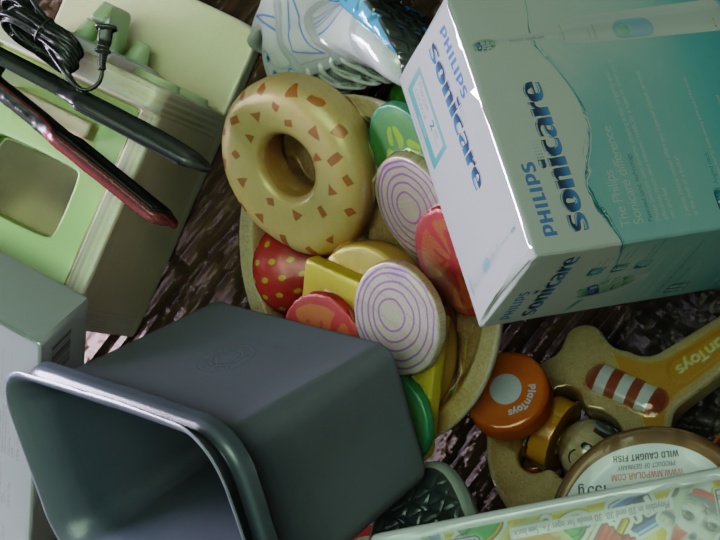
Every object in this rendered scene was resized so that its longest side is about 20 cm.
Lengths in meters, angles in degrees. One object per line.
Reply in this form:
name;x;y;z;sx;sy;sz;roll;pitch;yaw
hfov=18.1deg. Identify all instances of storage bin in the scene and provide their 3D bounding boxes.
storage bin;-0.066;0.098;1.176;0.199;0.134;0.146;13;126;50

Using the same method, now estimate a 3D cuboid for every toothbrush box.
toothbrush box;0.138;-0.066;1.132;0.199;0.085;0.147;-9;67;-23

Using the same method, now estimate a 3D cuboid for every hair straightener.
hair straightener;-0.158;-0.108;1.240;0.200;0.041;0.077;37;97;20

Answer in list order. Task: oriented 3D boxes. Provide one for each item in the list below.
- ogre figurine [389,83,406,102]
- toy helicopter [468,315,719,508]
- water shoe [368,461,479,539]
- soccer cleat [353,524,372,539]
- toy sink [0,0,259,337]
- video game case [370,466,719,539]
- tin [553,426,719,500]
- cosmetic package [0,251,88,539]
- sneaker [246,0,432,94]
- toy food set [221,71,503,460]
ogre figurine;0.042;-0.044;1.259;0.199;0.098;0.120;-35;65;0
toy helicopter;0.163;0.074;1.219;0.199;0.079;0.133;-33;59;-3
water shoe;0.059;0.199;1.172;0.071;0.079;0.201;-23;67;24
soccer cleat;-0.070;0.112;1.295;0.199;0.069;0.086;7;92;22
toy sink;-0.164;-0.080;1.313;0.130;0.112;0.201;26;93;16
video game case;0.113;0.199;1.097;0.199;0.023;0.183;-12;70;9
tin;0.150;0.176;1.128;0.111;0.042;0.201;-8;71;15
cosmetic package;-0.233;0.067;1.293;0.150;0.052;0.201;26;134;16
sneaker;-0.010;-0.120;1.253;0.075;0.200;0.087;26;99;-28
toy food set;0.000;0.000;1.211;0.197;0.049;0.201;23;117;38
